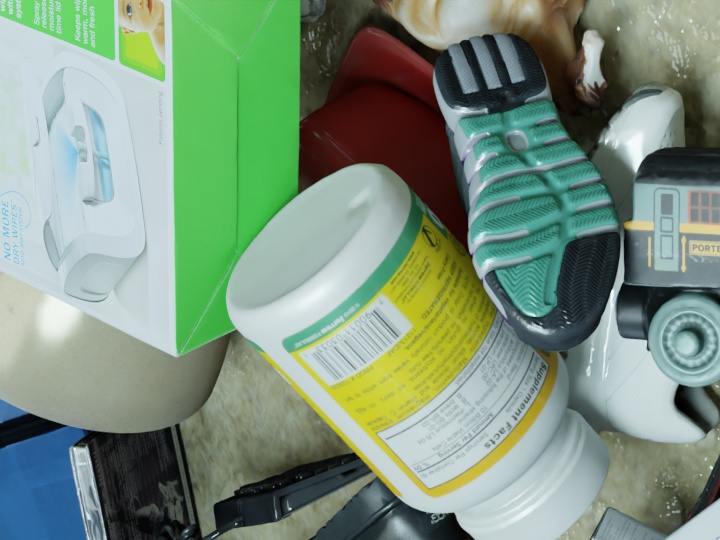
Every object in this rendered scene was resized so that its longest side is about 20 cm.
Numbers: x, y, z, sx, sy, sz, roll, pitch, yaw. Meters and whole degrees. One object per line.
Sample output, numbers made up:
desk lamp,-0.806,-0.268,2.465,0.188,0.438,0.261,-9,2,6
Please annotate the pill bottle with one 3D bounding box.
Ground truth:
pill bottle,0.035,0.051,1.455,0.113,0.113,0.200,-18,123,46

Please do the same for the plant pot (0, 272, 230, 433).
plant pot,-0.154,-0.021,1.691,0.200,0.200,0.135,43,124,27

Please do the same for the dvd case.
dvd case,-0.130,0.157,1.734,0.016,0.200,0.149,-10,96,12

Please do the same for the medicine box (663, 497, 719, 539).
medicine box,0.197,0.167,1.351,0.200,0.182,0.103,-37,72,2

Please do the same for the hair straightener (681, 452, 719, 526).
hair straightener,0.210,0.132,1.495,0.077,0.041,0.200,35,120,25

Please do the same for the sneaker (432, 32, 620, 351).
sneaker,0.087,-0.025,1.449,0.088,0.074,0.200,82,178,-50

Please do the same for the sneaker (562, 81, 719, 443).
sneaker,0.157,-0.001,1.489,0.087,0.075,0.200,15,120,28

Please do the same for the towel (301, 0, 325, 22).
towel,-0.071,-0.242,1.554,0.165,0.086,0.200,14,74,36

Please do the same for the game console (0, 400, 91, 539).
game console,-0.199,0.107,1.767,0.119,0.200,0.172,39,126,29

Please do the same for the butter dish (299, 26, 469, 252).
butter dish,0.000,0.000,1.576,0.200,0.148,0.200,41,128,28

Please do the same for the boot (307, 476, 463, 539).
boot,0.028,0.216,1.675,0.163,0.073,0.198,54,135,11

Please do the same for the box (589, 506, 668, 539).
box,0.155,0.232,1.525,0.144,0.036,0.200,28,127,6

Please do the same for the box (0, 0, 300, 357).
box,-0.122,-0.086,1.488,0.176,0.097,0.200,24,125,36

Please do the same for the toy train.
toy train,0.217,-0.001,1.388,0.200,0.085,0.114,3,101,26

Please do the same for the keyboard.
keyboard,-0.057,0.131,1.630,0.021,0.127,0.200,64,166,1

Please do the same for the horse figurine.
horse figurine,0.063,-0.160,1.536,0.200,0.050,0.133,13,108,40
